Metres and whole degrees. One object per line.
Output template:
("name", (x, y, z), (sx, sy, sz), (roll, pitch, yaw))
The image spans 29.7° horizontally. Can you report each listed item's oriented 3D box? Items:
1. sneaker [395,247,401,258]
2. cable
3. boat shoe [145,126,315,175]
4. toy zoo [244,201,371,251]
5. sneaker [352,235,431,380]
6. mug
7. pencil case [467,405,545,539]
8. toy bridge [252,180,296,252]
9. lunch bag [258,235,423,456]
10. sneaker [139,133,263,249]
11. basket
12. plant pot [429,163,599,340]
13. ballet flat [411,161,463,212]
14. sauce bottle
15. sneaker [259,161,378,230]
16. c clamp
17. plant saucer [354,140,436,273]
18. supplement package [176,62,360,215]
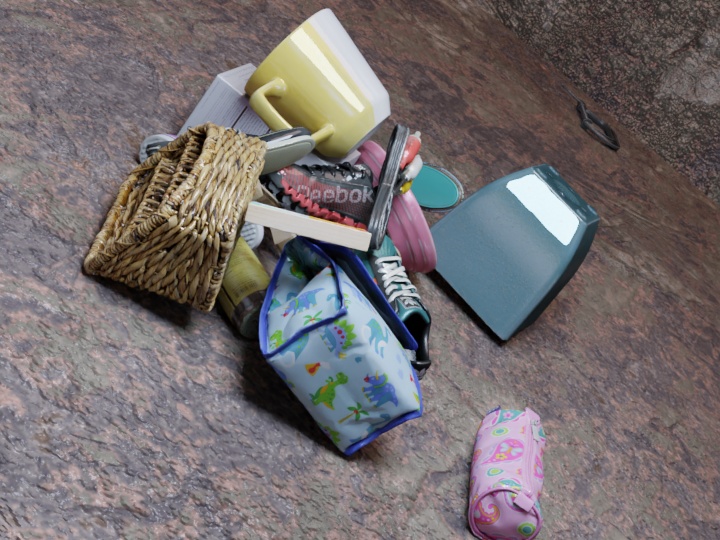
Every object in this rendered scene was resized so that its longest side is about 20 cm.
("sneaker", (0.000, 0.000, 1.746), (0.090, 0.075, 0.200), (34, 22, -23))
("cable", (0.046, -0.106, 1.665), (0.050, 0.097, 0.200), (12, 37, 1))
("boat shoe", (-0.154, -0.143, 1.599), (0.072, 0.200, 0.068), (83, -7, -71))
("toy zoo", (-0.058, -0.049, 1.472), (0.131, 0.020, 0.200), (14, 3, -3))
("sneaker", (0.046, 0.039, 1.632), (0.071, 0.080, 0.200), (-6, 73, -31))
("mug", (-0.055, -0.214, 1.719), (0.153, 0.187, 0.149), (47, -20, -1))
("pencil case", (0.170, 0.232, 1.554), (0.087, 0.087, 0.200), (36, 24, -6))
("toy bridge", (-0.096, -0.051, 1.643), (0.200, 0.027, 0.067), (57, 10, -39))
("lunch bag", (-0.022, 0.069, 1.476), (0.170, 0.127, 0.200), (55, 10, -28))
("sneaker", (-0.173, -0.102, 1.691), (0.200, 0.073, 0.114), (46, 21, 18))
("basket", (-0.194, -0.079, 1.452), (0.149, 0.143, 0.200), (19, 38, -3))
("plant pot", (0.234, -0.048, 1.981), (0.196, 0.200, 0.196), (46, 19, 9))
("ballet flat", (0.074, -0.130, 2.032), (0.200, 0.074, 0.074), (20, 14, 27))
("sauce bottle", (-0.153, -0.011, 1.556), (0.065, 0.065, 0.200), (11, 37, -47))
("sneaker", (-0.040, -0.104, 1.695), (0.200, 0.098, 0.071), (28, 5, -34))
("c clamp", (0.563, -0.365, 3.311), (0.171, 0.027, 0.200), (36, 21, -19))
("plant saucer", (0.036, -0.080, 1.873), (0.201, 0.051, 0.201), (60, -10, 18))
("supplement package", (-0.123, -0.164, 1.810), (0.200, 0.120, 0.121), (40, 23, 3))
